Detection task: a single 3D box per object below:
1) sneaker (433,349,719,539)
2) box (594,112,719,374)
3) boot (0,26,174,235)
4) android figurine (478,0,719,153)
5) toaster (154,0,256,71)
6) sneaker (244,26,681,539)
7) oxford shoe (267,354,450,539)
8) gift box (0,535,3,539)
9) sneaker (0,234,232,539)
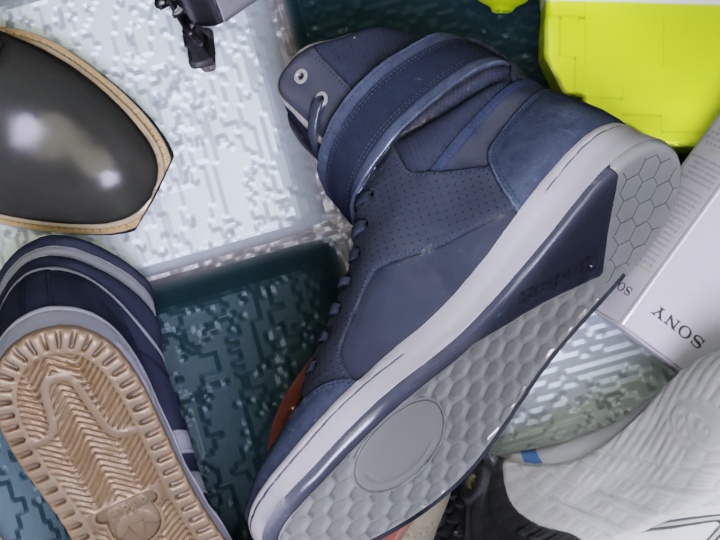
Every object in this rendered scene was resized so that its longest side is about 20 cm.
[{"bbox_3d":[0.096,0.090,0.841,0.072,0.200,0.072,27,48,-36],"label":"sneaker"},{"bbox_3d":[0.197,-0.026,0.859,0.144,0.036,0.200,35,92,-25],"label":"box"},{"bbox_3d":[-0.170,-0.071,0.837,0.199,0.138,0.078,24,90,-1],"label":"boot"},{"bbox_3d":[0.131,-0.130,0.883,0.181,0.041,0.201,0,89,0],"label":"android figurine"},{"bbox_3d":[-0.065,-0.194,0.819,0.118,0.200,0.181,-30,82,-2],"label":"toaster"},{"bbox_3d":[0.001,0.000,0.838,0.202,0.077,0.146,-47,56,-9],"label":"sneaker"},{"bbox_3d":[-0.004,0.097,0.864,0.071,0.074,0.200,18,63,15],"label":"oxford shoe"},{"bbox_3d":[-0.184,0.173,0.808,0.200,0.187,0.185,-36,90,7],"label":"gift box"},{"bbox_3d":[-0.091,0.079,0.880,0.070,0.109,0.201,-18,121,-2],"label":"sneaker"}]
